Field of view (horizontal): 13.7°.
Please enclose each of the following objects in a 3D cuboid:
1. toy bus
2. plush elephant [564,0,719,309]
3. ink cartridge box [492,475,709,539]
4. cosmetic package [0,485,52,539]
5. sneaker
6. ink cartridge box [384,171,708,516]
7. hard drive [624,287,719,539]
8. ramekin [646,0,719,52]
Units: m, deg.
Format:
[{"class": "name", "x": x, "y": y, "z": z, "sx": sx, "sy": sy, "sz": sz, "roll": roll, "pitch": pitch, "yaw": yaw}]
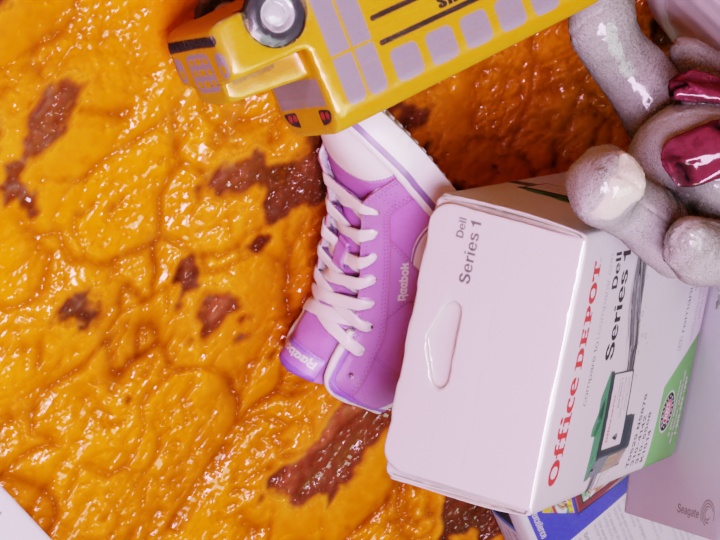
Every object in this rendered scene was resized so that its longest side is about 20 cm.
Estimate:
[{"class": "toy bus", "x": 0.012, "y": -0.123, "z": 1.407, "sx": 0.199, "sy": 0.065, "sz": 0.079, "roll": -28, "pitch": 103, "yaw": -24}, {"class": "plush elephant", "x": 0.207, "y": -0.058, "z": 1.437, "sx": 0.154, "sy": 0.165, "sz": 0.200, "roll": -27, "pitch": 121, "yaw": 27}, {"class": "ink cartridge box", "x": 0.165, "y": 0.099, "z": 1.726, "sx": 0.200, "sy": 0.047, "sz": 0.198, "roll": -39, "pitch": 134, "yaw": -15}, {"class": "cosmetic package", "x": -0.206, "y": 0.144, "z": 1.404, "sx": 0.102, "sy": 0.071, "sz": 0.200, "roll": -56, "pitch": 140, "yaw": -18}, {"class": "sneaker", "x": 0.000, "y": 0.000, "z": 1.499, "sx": 0.114, "sy": 0.073, "sz": 0.201, "roll": -38, "pitch": 136, "yaw": -10}, {"class": "ink cartridge box", "x": 0.101, "y": 0.032, "z": 1.506, "sx": 0.200, "sy": 0.084, "sz": 0.147, "roll": -14, "pitch": 117, "yaw": -63}, {"class": "hard drive", "x": 0.188, "y": 0.039, "z": 1.591, "sx": 0.027, "sy": 0.132, "sz": 0.201, "roll": 6, "pitch": 91, "yaw": -19}, {"class": "ramekin", "x": 0.253, "y": -0.164, "z": 1.549, "sx": 0.201, "sy": 0.094, "sz": 0.203, "roll": -21, "pitch": 143, "yaw": -16}]
